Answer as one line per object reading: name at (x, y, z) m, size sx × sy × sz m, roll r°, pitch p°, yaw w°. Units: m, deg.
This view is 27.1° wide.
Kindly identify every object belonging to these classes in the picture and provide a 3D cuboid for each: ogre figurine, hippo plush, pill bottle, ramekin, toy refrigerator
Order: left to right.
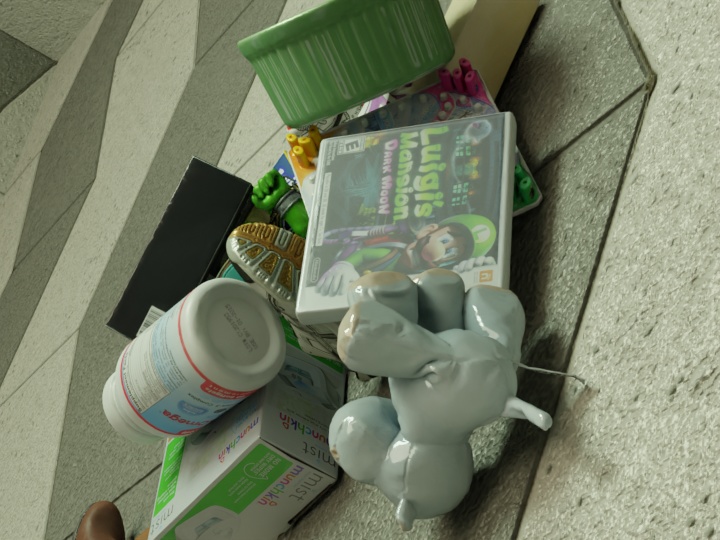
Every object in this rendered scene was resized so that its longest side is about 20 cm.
pill bottle at (-0.164, 0.094, 1.419) m, size 0.200 × 0.109 × 0.109 m, roll -36°, pitch 32°, yaw 46°
ogre figurine at (-0.080, 0.007, 1.558) m, size 0.200 × 0.120 × 0.098 m, roll -64°, pitch -14°, yaw 9°
ramekin at (-0.008, -0.212, 1.424) m, size 0.200 × 0.098 × 0.200 m, roll -23°, pitch 9°, yaw 4°
hippo plush at (0.062, 0.104, 1.161) m, size 0.159 × 0.200 × 0.161 m, roll -37°, pitch -32°, yaw -55°
toy refrigerator at (0.103, -0.195, 1.499) m, size 0.200 × 0.070 × 0.076 m, roll -64°, pitch 18°, yaw -14°

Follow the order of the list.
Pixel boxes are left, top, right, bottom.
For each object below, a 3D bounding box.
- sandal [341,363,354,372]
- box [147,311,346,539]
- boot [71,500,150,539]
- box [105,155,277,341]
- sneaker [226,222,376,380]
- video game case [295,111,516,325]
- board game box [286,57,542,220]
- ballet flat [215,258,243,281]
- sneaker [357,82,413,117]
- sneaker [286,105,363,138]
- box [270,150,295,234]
sandal at (0.000, -0.001, 1.423) m, size 0.076 × 0.043 × 0.201 m, roll 29°, pitch 115°, yaw 53°
box at (-0.108, 0.176, 1.468) m, size 0.200 × 0.097 × 0.177 m, roll -44°, pitch 25°, yaw 33°
boot at (-0.255, 0.303, 1.670) m, size 0.200 × 0.068 × 0.189 m, roll -43°, pitch 27°, yaw 36°
box at (-0.176, -0.005, 1.595) m, size 0.200 × 0.079 × 0.141 m, roll -63°, pitch -15°, yaw -4°
sneaker at (-0.047, 0.038, 1.361) m, size 0.088 × 0.200 × 0.076 m, roll -45°, pitch 15°, yaw 45°
video game case at (0.042, -0.047, 1.289) m, size 0.181 × 0.023 × 0.200 m, roll -7°, pitch 51°, yaw 17°
board game box at (0.041, -0.094, 1.363) m, size 0.200 × 0.026 × 0.200 m, roll -23°, pitch 46°, yaw 4°
ballet flat at (-0.118, 0.025, 1.493) m, size 0.200 × 0.071 × 0.071 m, roll -48°, pitch 25°, yaw 26°
sneaker at (0.041, -0.163, 1.561) m, size 0.114 × 0.072 × 0.201 m, roll -95°, pitch 16°, yaw -49°
sneaker at (-0.008, -0.221, 1.717) m, size 0.202 × 0.108 × 0.067 m, roll -63°, pitch 22°, yaw -6°
box at (-0.061, -0.068, 1.695) m, size 0.064 × 0.070 × 0.200 m, roll -56°, pitch 22°, yaw 11°
